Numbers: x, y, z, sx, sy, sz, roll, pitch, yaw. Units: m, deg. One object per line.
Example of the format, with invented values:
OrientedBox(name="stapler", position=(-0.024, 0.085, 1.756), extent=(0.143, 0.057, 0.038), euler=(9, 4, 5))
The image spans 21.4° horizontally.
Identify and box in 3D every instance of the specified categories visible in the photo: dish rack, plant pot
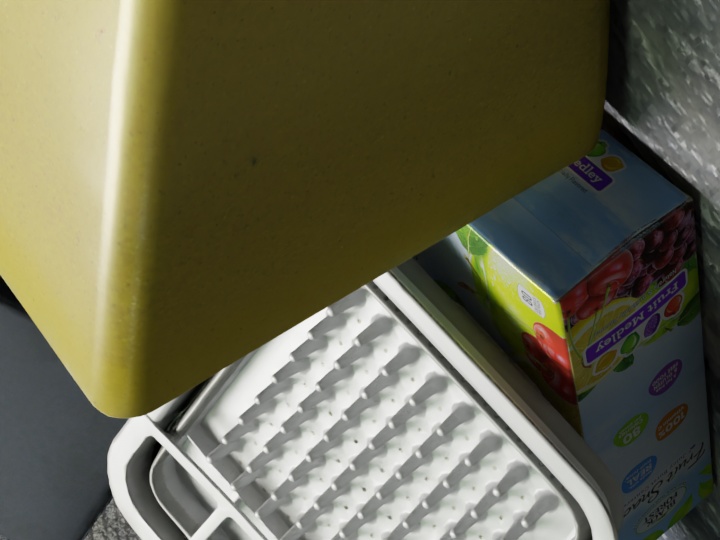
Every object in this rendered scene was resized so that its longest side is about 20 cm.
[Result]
OrientedBox(name="dish rack", position=(0.002, 0.082, 0.721), extent=(0.172, 0.043, 0.200), euler=(47, 133, 9))
OrientedBox(name="plant pot", position=(-0.042, -0.116, 0.564), extent=(0.200, 0.199, 0.177), euler=(50, 154, 21))

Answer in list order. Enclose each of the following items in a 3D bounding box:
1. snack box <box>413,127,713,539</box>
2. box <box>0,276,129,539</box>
OrientedBox(name="snack box", position=(0.054, 0.003, 0.739), extent=(0.169, 0.068, 0.200), euler=(44, 162, 33))
OrientedBox(name="box", position=(-0.177, -0.011, 0.850), extent=(0.199, 0.124, 0.197), euler=(27, -149, -14))
